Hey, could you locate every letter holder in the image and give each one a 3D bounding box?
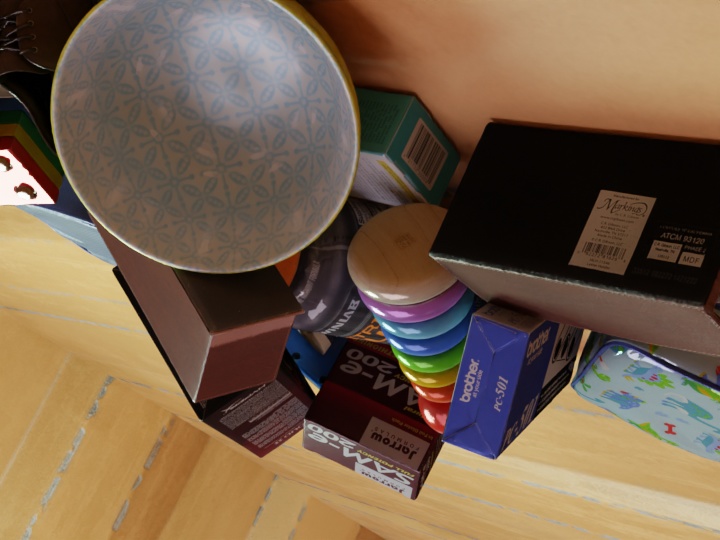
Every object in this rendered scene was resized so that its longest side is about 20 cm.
[{"bbox_3d":[0.171,-0.007,0.837,0.199,0.101,0.142,12,161,43],"label":"letter holder"}]

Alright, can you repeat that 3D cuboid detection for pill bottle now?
[{"bbox_3d":[0.000,0.000,1.015,0.199,0.107,0.106,11,175,-33],"label":"pill bottle"}]

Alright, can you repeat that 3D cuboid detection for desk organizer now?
[{"bbox_3d":[-0.124,-0.010,0.946,0.200,0.071,0.077,55,143,32],"label":"desk organizer"}]

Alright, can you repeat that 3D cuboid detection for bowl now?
[{"bbox_3d":[-0.092,-0.111,0.874,0.199,0.201,0.108,29,-152,-8],"label":"bowl"}]

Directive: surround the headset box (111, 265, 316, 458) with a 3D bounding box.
[{"bbox_3d":[-0.110,0.064,1.102,0.149,0.075,0.200,56,179,21],"label":"headset box"}]

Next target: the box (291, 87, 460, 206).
[{"bbox_3d":[-0.032,-0.098,0.968,0.199,0.049,0.082,15,161,37],"label":"box"}]

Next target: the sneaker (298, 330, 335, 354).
[{"bbox_3d":[-0.038,0.015,1.175,0.076,0.081,0.200,46,175,-20],"label":"sneaker"}]

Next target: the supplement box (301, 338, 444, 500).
[{"bbox_3d":[0.042,0.079,1.127,0.108,0.201,0.061,23,150,11],"label":"supplement box"}]

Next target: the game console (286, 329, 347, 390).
[{"bbox_3d":[0.030,0.089,1.256,0.200,0.119,0.171,37,177,43],"label":"game console"}]

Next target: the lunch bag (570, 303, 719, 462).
[{"bbox_3d":[0.252,0.078,1.009,0.160,0.083,0.200,26,165,7],"label":"lunch bag"}]

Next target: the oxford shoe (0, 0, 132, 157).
[{"bbox_3d":[-0.214,-0.166,0.880,0.072,0.084,0.201,-14,109,35],"label":"oxford shoe"}]

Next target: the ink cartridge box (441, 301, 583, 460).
[{"bbox_3d":[0.120,0.059,0.966,0.044,0.095,0.200,19,-163,19],"label":"ink cartridge box"}]

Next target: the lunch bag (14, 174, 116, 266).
[{"bbox_3d":[-0.199,-0.082,1.140,0.135,0.133,0.200,17,167,26],"label":"lunch bag"}]

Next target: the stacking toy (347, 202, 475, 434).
[{"bbox_3d":[0.052,0.047,0.962,0.085,0.086,0.201,18,146,30],"label":"stacking toy"}]

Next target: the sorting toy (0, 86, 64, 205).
[{"bbox_3d":[-0.326,-0.117,0.977,0.197,0.070,0.200,0,148,20],"label":"sorting toy"}]
